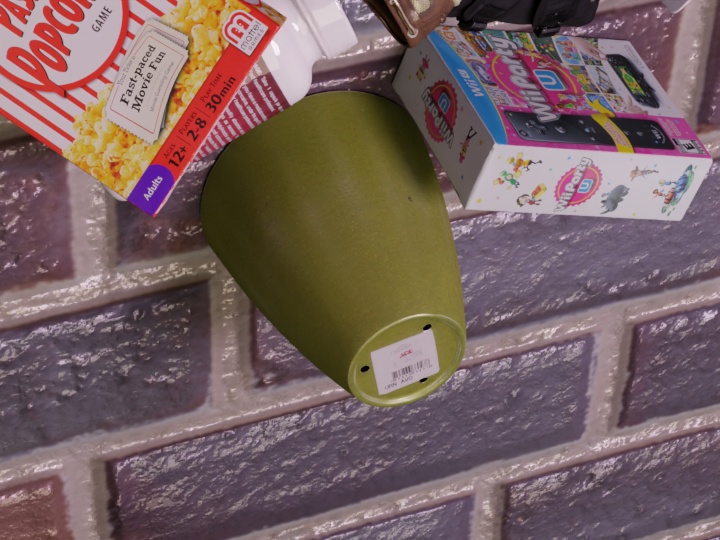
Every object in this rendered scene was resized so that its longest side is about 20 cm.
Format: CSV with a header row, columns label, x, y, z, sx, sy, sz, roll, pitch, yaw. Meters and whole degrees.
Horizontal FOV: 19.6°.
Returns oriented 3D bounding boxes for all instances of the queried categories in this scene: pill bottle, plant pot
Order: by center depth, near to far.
label,x,y,z,sx,sy,sz,roll,pitch,yaw
pill bottle,-0.107,-0.142,1.423,0.199,0.113,0.113,-30,139,2
plant pot,0.000,0.000,1.556,0.186,0.200,0.188,-16,137,-15

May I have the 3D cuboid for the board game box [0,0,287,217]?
label,x,y,z,sx,sy,sz,roll,pitch,yaw
board game box,-0.171,-0.153,1.329,0.200,0.046,0.152,34,105,-4

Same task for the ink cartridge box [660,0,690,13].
label,x,y,z,sx,sy,sz,roll,pitch,yaw
ink cartridge box,0.253,-0.293,1.469,0.200,0.116,0.067,-44,137,15

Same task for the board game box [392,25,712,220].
label,x,y,z,sx,sy,sz,roll,pitch,yaw
board game box,0.143,-0.111,1.565,0.199,0.148,0.064,0,132,-30

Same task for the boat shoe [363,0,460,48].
label,x,y,z,sx,sy,sz,roll,pitch,yaw
boat shoe,-0.017,-0.216,1.342,0.202,0.075,0.075,36,88,-25

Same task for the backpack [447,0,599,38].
label,x,y,z,sx,sy,sz,roll,pitch,yaw
backpack,0.129,-0.268,1.418,0.162,0.154,0.200,1,158,-24
